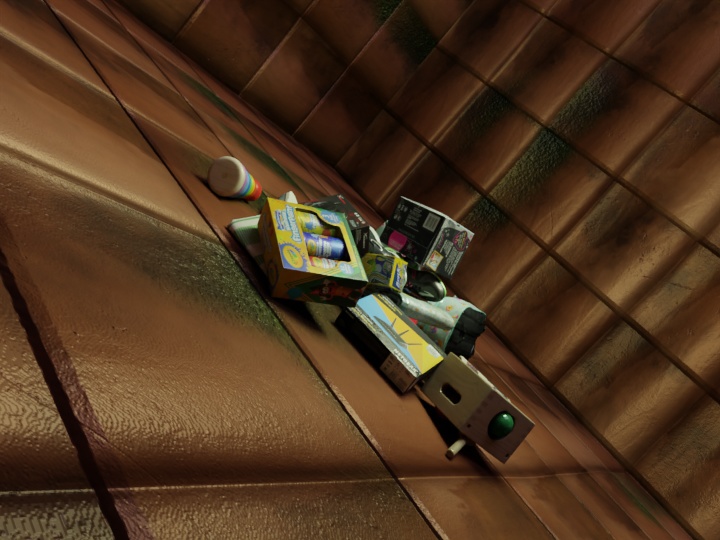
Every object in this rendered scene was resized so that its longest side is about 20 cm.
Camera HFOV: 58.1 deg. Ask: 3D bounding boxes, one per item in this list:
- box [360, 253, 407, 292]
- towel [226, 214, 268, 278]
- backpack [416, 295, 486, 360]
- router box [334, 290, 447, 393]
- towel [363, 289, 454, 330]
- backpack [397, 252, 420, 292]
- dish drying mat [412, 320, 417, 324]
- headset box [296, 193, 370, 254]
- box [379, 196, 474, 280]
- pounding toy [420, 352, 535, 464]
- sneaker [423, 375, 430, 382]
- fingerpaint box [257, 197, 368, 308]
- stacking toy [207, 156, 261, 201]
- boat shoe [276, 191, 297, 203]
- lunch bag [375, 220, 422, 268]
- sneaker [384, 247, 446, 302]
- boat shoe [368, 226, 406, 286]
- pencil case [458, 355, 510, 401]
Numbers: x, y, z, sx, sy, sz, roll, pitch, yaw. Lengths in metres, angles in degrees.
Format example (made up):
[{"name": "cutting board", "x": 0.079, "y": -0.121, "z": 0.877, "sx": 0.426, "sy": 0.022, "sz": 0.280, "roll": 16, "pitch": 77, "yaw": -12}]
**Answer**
[{"name": "box", "x": 0.000, "y": 0.000, "z": 1.444, "sx": 0.198, "sy": 0.071, "sz": 0.064, "roll": 6, "pitch": -12, "yaw": 33}, {"name": "towel", "x": -0.149, "y": -0.038, "z": 1.249, "sx": 0.151, "sy": 0.024, "sz": 0.200, "roll": -15, "pitch": 54, "yaw": -43}, {"name": "backpack", "x": 0.231, "y": 0.155, "z": 1.715, "sx": 0.152, "sy": 0.177, "sz": 0.200, "roll": 28, "pitch": 2, "yaw": 24}, {"name": "router box", "x": 0.063, "y": 0.138, "z": 1.305, "sx": 0.200, "sy": 0.051, "sz": 0.149, "roll": 44, "pitch": 29, "yaw": 16}, {"name": "towel", "x": 0.105, "y": 0.075, "z": 1.522, "sx": 0.170, "sy": 0.049, "sz": 0.199, "roll": 20, "pitch": 5, "yaw": -32}, {"name": "backpack", "x": 0.082, "y": 0.019, "z": 1.720, "sx": 0.162, "sy": 0.155, "sz": 0.200, "roll": 27, "pitch": -29, "yaw": -8}, {"name": "dish drying mat", "x": 0.151, "y": 0.149, "z": 1.873, "sx": 0.077, "sy": 0.018, "sz": 0.200, "roll": 44, "pitch": 10, "yaw": 13}, {"name": "headset box", "x": -0.099, "y": -0.082, "z": 1.405, "sx": 0.198, "sy": 0.078, "sz": 0.149, "roll": -14, "pitch": 39, "yaw": -22}, {"name": "box", "x": 0.162, "y": -0.084, "z": 1.607, "sx": 0.114, "sy": 0.133, "sz": 0.200, "roll": 24, "pitch": 6, "yaw": -37}, {"name": "pounding toy", "x": 0.217, "y": 0.285, "z": 1.257, "sx": 0.184, "sy": 0.143, "sz": 0.200, "roll": 40, "pitch": 0, "yaw": -31}, {"name": "sneaker", "x": 0.126, "y": 0.167, "z": 1.416, "sx": 0.200, "sy": 0.075, "sz": 0.082, "roll": 43, "pitch": 49, "yaw": 1}, {"name": "fingerpaint box", "x": -0.092, "y": -0.035, "z": 1.196, "sx": 0.165, "sy": 0.074, "sz": 0.201, "roll": 10, "pitch": 38, "yaw": -25}, {"name": "stacking toy", "x": -0.272, "y": -0.196, "z": 1.477, "sx": 0.085, "sy": 0.085, "sz": 0.200, "roll": 44, "pitch": 5, "yaw": 10}, {"name": "boat shoe", "x": -0.197, "y": -0.129, "z": 1.558, "sx": 0.201, "sy": 0.061, "sz": 0.074, "roll": -80, "pitch": 151, "yaw": -61}, {"name": "lunch bag", "x": 0.091, "y": -0.024, "z": 1.923, "sx": 0.199, "sy": 0.170, "sz": 0.123, "roll": 34, "pitch": 19, "yaw": -43}, {"name": "sneaker", "x": 0.113, "y": 0.023, "z": 1.568, "sx": 0.198, "sy": 0.077, "sz": 0.084, "roll": 29, "pitch": 34, "yaw": 9}, {"name": "boat shoe", "x": 0.032, "y": -0.030, "z": 1.506, "sx": 0.060, "sy": 0.076, "sz": 0.200, "roll": -1, "pitch": 38, "yaw": -43}, {"name": "pencil case", "x": 0.274, "y": 0.293, "z": 1.532, "sx": 0.200, "sy": 0.090, "sz": 0.078, "roll": 42, "pitch": 4, "yaw": -17}]
